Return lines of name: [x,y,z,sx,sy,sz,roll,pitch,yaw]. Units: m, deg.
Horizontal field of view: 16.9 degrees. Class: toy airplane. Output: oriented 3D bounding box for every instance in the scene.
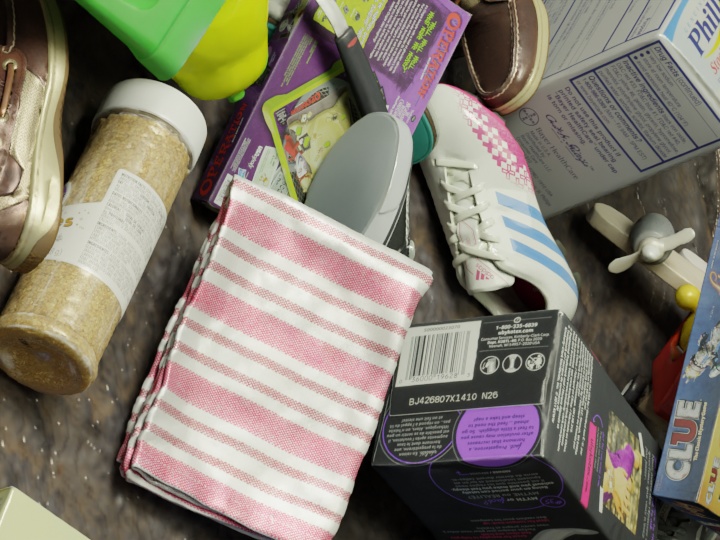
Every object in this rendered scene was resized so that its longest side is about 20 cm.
toy airplane: [0.278,0.032,1.801,0.200,0.141,0.199,3,52,-31]

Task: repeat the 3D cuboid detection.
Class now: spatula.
spatula: [-0.022,-0.163,1.529,0.057,0.021,0.200,-49,125,-35]

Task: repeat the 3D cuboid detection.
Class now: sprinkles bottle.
sprinkles bottle: [-0.154,-0.022,1.434,0.068,0.068,0.200,42,49,-26]

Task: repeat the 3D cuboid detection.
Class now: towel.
towel: [-0.048,0.059,1.468,0.146,0.030,0.200,25,77,-18]

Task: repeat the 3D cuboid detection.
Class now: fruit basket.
fruit basket: [-0.110,-0.194,1.447,0.215,0.156,0.216,33,14,-9]

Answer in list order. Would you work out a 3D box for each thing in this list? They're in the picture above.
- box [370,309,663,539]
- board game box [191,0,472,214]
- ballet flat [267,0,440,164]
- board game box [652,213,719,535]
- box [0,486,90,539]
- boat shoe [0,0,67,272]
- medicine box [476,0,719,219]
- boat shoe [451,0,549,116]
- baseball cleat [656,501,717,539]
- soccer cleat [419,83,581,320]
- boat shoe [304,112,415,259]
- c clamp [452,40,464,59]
box: [0.106,0.123,1.563,0.200,0.122,0.106,52,41,-48]
board game box: [-0.017,-0.108,1.575,0.120,0.032,0.200,31,82,-30]
ballet flat: [-0.023,-0.141,1.627,0.200,0.069,0.070,30,55,-34]
board game box: [0.263,0.076,1.658,0.135,0.035,0.200,33,69,-54]
box: [-0.179,0.250,1.281,0.176,0.097,0.200,39,51,-29]
boat shoe: [-0.215,-0.095,1.387,0.072,0.072,0.200,14,58,-30]
medicine box: [0.199,-0.153,1.751,0.103,0.200,0.182,50,46,-19]
boat shoe: [0.082,-0.204,1.720,0.072,0.072,0.200,21,55,-39]
baseball cleat: [0.204,0.182,1.697,0.070,0.107,0.200,28,34,16]
soccer cleat: [0.088,-0.035,1.685,0.200,0.070,0.086,58,40,-12]
boat shoe: [0.002,0.001,1.551,0.068,0.074,0.200,19,82,-44]
c clamp: [0.031,-0.235,1.738,0.171,0.027,0.200,21,59,-40]
